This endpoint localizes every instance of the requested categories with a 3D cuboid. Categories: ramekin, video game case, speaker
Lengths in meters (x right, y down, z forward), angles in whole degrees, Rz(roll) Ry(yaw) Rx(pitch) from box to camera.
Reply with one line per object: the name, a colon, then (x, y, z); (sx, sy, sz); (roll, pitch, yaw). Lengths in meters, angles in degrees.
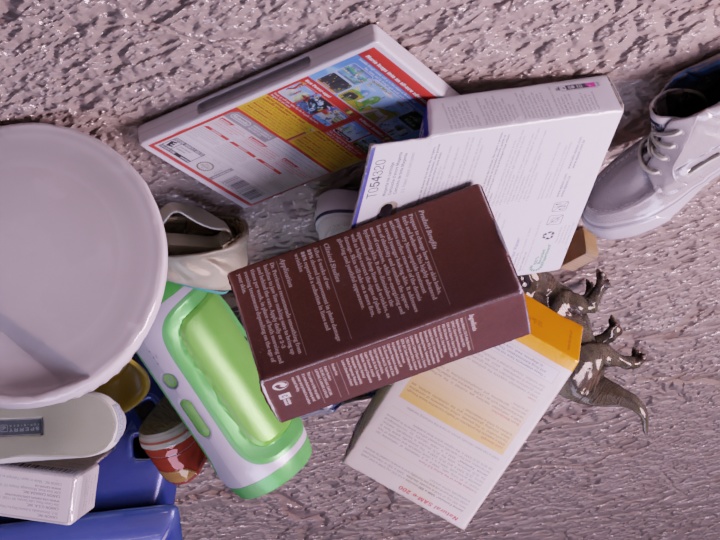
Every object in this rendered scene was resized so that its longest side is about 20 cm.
ramekin: (-0.233, 0.004, 1.366); (0.201, 0.204, 0.094); (-8, 167, -2)
video game case: (-0.040, -0.107, 1.391); (0.199, 0.018, 0.143); (-20, 153, 24)
speaker: (-0.122, 0.086, 1.577); (0.088, 0.089, 0.201); (-23, 108, 29)

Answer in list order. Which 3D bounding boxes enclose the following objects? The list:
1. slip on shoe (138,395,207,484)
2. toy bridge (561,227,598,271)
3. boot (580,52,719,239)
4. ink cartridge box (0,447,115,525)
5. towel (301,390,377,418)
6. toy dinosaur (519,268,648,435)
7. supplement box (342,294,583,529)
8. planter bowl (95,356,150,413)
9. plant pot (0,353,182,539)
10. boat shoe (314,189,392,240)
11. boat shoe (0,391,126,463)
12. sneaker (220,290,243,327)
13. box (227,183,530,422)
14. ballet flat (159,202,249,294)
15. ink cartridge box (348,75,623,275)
slip on shoe: (-0.135, 0.126, 1.712); (0.074, 0.062, 0.200); (-10, -161, 24)
toy bridge: (0.107, -0.030, 1.597); (0.199, 0.027, 0.067); (15, 148, -39)
boot: (0.232, -0.101, 1.442); (0.200, 0.074, 0.095); (-34, 142, 21)
ink cartridge box: (-0.319, 0.166, 1.621); (0.199, 0.045, 0.176); (8, -177, 3)
towel: (-0.016, 0.118, 1.792); (0.146, 0.024, 0.199); (-18, 175, 40)
toy dinosaur: (0.187, 0.064, 1.710); (0.102, 0.201, 0.077); (-28, -174, -12)
supplement box: (0.088, 0.107, 1.662); (0.126, 0.074, 0.201); (30, 115, -5)
planter bowl: (-0.276, 0.064, 1.598); (0.199, 0.084, 0.201); (-5, 154, -3)
plant pot: (-0.259, 0.201, 1.790); (0.199, 0.181, 0.200); (-7, 155, -7)
boat shoe: (0.000, 0.000, 1.560); (0.070, 0.070, 0.200); (6, 159, 7)
boat shoe: (-0.284, 0.124, 1.540); (0.199, 0.071, 0.072); (1, 175, 5)
sneaker: (-0.097, 0.060, 1.652); (0.077, 0.086, 0.200); (13, 150, -40)
box: (0.014, 0.024, 1.402); (0.199, 0.101, 0.075); (-20, 148, 1)
ballet flat: (-0.171, -0.028, 1.478); (0.199, 0.070, 0.069); (6, 152, -34)
ink cartridge box: (0.079, -0.058, 1.447); (0.199, 0.043, 0.197); (-8, 146, -17)
